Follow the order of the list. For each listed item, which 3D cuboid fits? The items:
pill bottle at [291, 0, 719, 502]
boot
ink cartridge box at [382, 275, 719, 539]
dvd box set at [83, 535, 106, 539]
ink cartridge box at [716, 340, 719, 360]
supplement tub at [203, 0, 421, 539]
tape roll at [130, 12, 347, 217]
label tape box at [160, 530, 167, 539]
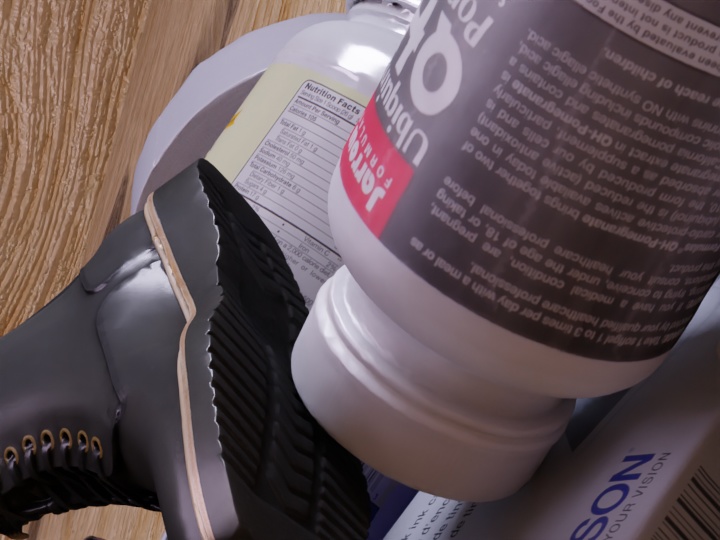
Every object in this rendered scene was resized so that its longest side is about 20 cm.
[{"bbox_3d":[0.058,-0.036,0.608,0.111,0.111,0.200,-94,29,-59],"label":"pill bottle"},{"bbox_3d":[-0.077,0.064,0.663,0.138,0.077,0.200,-35,25,11],"label":"boot"},{"bbox_3d":[0.068,0.059,0.698,0.200,0.041,0.200,-51,17,-30],"label":"ink cartridge box"},{"bbox_3d":[0.001,0.166,0.677,0.029,0.200,0.146,-50,26,-20],"label":"dvd box set"},{"bbox_3d":[0.177,-0.021,0.522,0.148,0.085,0.200,-99,32,-65],"label":"ink cartridge box"},{"bbox_3d":[0.000,0.000,0.808,0.200,0.145,0.145,-55,11,-8],"label":"supplement tub"},{"bbox_3d":[-0.009,-0.017,1.031,0.066,0.200,0.201,-100,31,-66],"label":"tape roll"},{"bbox_3d":[-0.053,0.212,0.942,0.066,0.143,0.200,-60,5,35],"label":"label tape box"}]
